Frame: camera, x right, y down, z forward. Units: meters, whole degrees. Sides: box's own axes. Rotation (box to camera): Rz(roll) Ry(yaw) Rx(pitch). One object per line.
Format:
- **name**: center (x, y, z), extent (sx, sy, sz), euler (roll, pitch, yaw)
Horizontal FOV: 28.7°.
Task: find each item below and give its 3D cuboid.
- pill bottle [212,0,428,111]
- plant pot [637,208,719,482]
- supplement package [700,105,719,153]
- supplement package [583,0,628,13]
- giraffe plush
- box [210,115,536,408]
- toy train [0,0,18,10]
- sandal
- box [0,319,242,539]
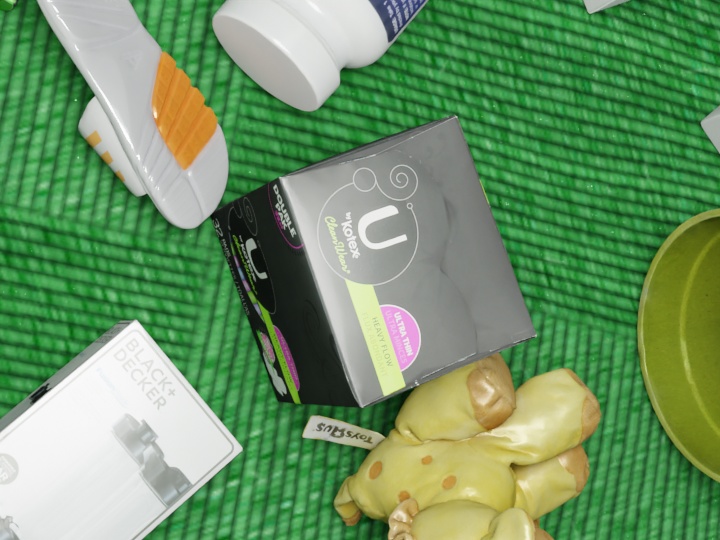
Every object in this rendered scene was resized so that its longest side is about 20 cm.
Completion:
- **pill bottle**: center (-0.004, -0.213, 0.974), extent (0.116, 0.116, 0.200), euler (42, 74, -11)
- **plant pot**: center (0.345, 0.048, 1.044), extent (0.193, 0.200, 0.201), euler (-6, 88, -31)
- **supplement package**: center (0.391, -0.135, 1.097), extent (0.200, 0.117, 0.117), euler (-39, 98, -16)
- **supplement package**: center (0.204, -0.312, 1.052), extent (0.114, 0.110, 0.200), euler (-21, 92, -18)
- **giraffe plush**: center (0.072, 0.161, 0.916), extent (0.200, 0.162, 0.173), euler (0, 124, -13)
- **box**: center (0.000, 0.000, 0.915), extent (0.124, 0.200, 0.149), euler (-21, 93, -18)
- **toy train**: center (-0.245, -0.208, 0.937), extent (0.056, 0.042, 0.200), euler (29, 78, -24)
- **sandal**: center (-0.162, -0.122, 0.945), extent (0.079, 0.059, 0.207), euler (-45, 112, -41)
- **box**: center (-0.191, 0.137, 0.916), extent (0.200, 0.060, 0.117), euler (-40, 98, -17)
